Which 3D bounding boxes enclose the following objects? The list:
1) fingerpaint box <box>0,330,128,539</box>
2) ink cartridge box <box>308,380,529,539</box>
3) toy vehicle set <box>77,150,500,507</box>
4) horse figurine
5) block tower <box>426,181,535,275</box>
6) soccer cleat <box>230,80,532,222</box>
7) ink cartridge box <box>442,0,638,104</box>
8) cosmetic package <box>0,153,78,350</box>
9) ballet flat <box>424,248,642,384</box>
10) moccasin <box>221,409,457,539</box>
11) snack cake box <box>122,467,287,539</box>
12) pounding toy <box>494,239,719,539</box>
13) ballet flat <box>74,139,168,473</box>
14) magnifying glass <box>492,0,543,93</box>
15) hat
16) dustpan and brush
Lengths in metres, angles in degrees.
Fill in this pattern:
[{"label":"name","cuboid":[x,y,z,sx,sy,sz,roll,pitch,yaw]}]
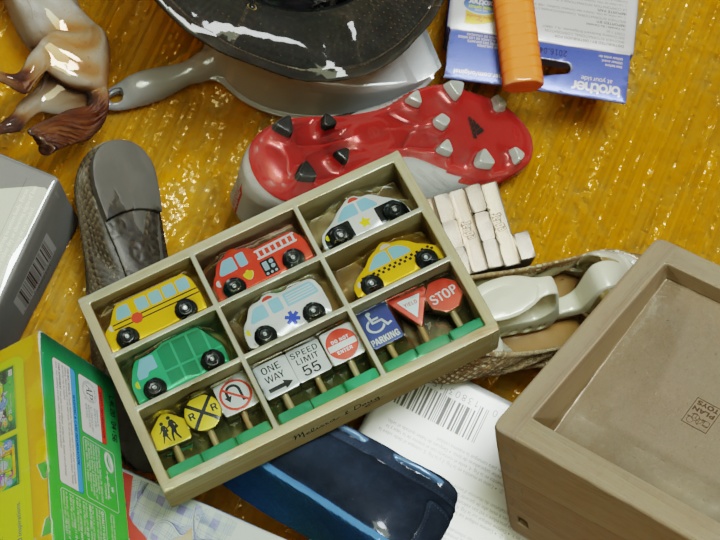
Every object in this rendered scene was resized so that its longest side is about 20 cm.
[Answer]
[{"label":"fingerpaint box","cuboid":[-0.205,0.159,0.849,0.166,0.073,0.201,-26,52,18]},{"label":"ink cartridge box","cuboid":[0.072,0.169,0.941,0.199,0.045,0.177,27,76,4]},{"label":"toy vehicle set","cuboid":[-0.039,0.029,0.884,0.199,0.027,0.125,-26,65,-10]},{"label":"horse figurine","cuboid":[-0.203,-0.149,0.988,0.132,0.050,0.201,-13,68,-35]},{"label":"block tower","cuboid":[0.000,0.000,0.973,0.199,0.054,0.058,-14,78,-7]},{"label":"soccer cleat","cuboid":[0.013,-0.065,0.985,0.199,0.085,0.069,-11,72,-30]},{"label":"ink cartridge box","cuboid":[0.118,-0.198,1.029,0.119,0.042,0.201,8,70,-1]},{"label":"cosmetic package","cuboid":[-0.281,-0.035,0.951,0.199,0.090,0.107,23,77,5]},{"label":"ballet flat","cuboid":[0.117,0.022,0.947,0.199,0.065,0.071,-15,68,-21]},{"label":"moccasin","cuboid":[-0.035,0.100,0.911,0.200,0.081,0.068,34,59,17]},{"label":"snack cake box","cuboid":[-0.095,0.187,0.885,0.199,0.067,0.115,20,77,22]},{"label":"pounding toy","cuboid":[0.210,0.099,0.885,0.184,0.143,0.200,28,59,31]},{"label":"ballet flat","cuboid":[-0.140,0.022,0.969,0.067,0.046,0.201,-5,81,-36]},{"label":"magnifying glass","cuboid":[0.089,-0.205,0.999,0.079,0.022,0.201,-3,73,-4]},{"label":"hat","cuboid":[-0.047,-0.193,0.957,0.199,0.081,0.202,3,78,-13]},{"label":"dustpan and brush","cuboid":[-0.067,-0.142,1.010,0.199,0.057,0.140,-18,75,-14]}]
